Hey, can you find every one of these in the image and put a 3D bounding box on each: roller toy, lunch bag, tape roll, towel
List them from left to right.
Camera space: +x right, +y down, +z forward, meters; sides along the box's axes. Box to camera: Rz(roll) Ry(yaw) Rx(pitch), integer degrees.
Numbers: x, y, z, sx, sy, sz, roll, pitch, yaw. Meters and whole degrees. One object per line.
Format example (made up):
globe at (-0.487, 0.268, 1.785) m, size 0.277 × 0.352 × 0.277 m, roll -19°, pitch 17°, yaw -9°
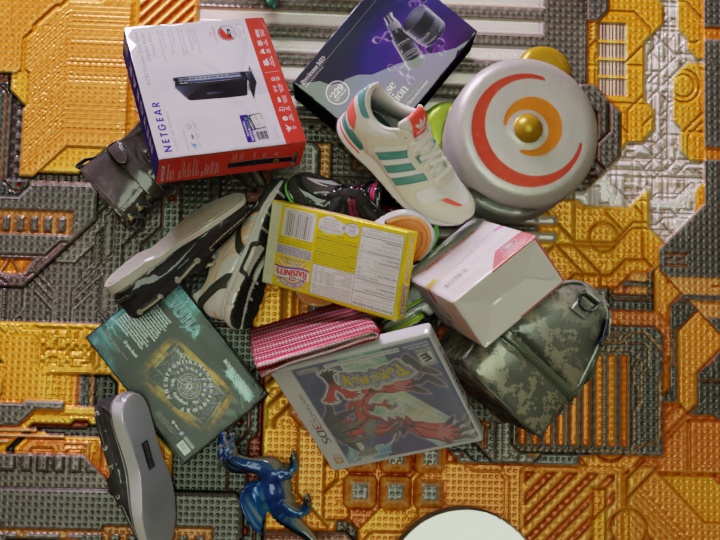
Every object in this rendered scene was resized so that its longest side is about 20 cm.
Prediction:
towel at (-0.058, 0.076, 1.206) m, size 0.144 × 0.200 × 0.023 m, roll -17°, pitch 100°, yaw -5°
tape roll at (0.126, 0.393, 1.263) m, size 0.201 × 0.037 × 0.205 m, roll 0°, pitch 85°, yaw -2°
roller toy at (0.192, -0.158, 1.259) m, size 0.199 × 0.140 × 0.183 m, roll -28°, pitch 85°, yaw -9°
lunch bag at (0.195, 0.085, 1.211) m, size 0.139 × 0.200 × 0.168 m, roll 40°, pitch 85°, yaw -6°

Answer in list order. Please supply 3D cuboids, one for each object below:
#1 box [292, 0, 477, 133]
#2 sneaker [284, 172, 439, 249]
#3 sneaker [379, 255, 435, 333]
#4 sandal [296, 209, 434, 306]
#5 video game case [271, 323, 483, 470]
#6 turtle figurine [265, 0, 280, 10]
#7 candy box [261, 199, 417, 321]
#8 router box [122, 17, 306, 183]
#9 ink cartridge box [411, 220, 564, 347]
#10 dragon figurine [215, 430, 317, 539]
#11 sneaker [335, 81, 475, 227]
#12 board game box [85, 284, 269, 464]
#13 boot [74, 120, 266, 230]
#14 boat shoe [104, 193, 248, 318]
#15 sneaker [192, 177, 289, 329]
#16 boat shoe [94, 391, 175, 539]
box at (0.030, -0.259, 1.301) m, size 0.141 × 0.079 × 0.200 m, roll 38°, pitch 85°, yaw 4°
sneaker at (0.005, -0.086, 1.261) m, size 0.199 × 0.084 × 0.077 m, roll 18°, pitch 46°, yaw 3°
sneaker at (0.098, 0.004, 1.282) m, size 0.199 × 0.074 × 0.081 m, roll -33°, pitch 83°, yaw -7°
sandal at (0.005, 0.005, 1.237) m, size 0.206 × 0.059 × 0.079 m, roll -33°, pitch 122°, yaw 29°
video game case at (0.021, 0.153, 1.201) m, size 0.199 × 0.023 × 0.183 m, roll -15°, pitch 126°, yaw 19°
turtle figurine at (-0.065, -0.431, 1.302) m, size 0.200 × 0.101 × 0.150 m, roll -39°, pitch 72°, yaw 10°
candy box at (-0.028, -0.015, 1.198) m, size 0.199 × 0.026 × 0.103 m, roll 15°, pitch 104°, yaw 33°
router box at (-0.179, -0.209, 1.243) m, size 0.178 × 0.049 × 0.201 m, roll -10°, pitch 63°, yaw -21°
ink cartridge box at (0.134, 0.008, 1.176) m, size 0.116 × 0.200 × 0.068 m, roll -38°, pitch 106°, yaw -5°
dragon figurine at (-0.112, 0.281, 1.252) m, size 0.099 × 0.059 × 0.201 m, roll -20°, pitch 89°, yaw -3°
sneaker at (0.062, -0.136, 1.197) m, size 0.200 × 0.093 × 0.070 m, roll 43°, pitch 54°, yaw 5°
board game box at (-0.226, 0.119, 1.278) m, size 0.135 × 0.028 × 0.200 m, roll -38°, pitch 87°, yaw -5°
boot at (-0.235, -0.119, 1.288) m, size 0.200 × 0.069 × 0.174 m, roll 41°, pitch 88°, yaw 9°
boat shoe at (-0.211, -0.018, 1.244) m, size 0.200 × 0.074 × 0.061 m, roll -37°, pitch 113°, yaw -7°
sneaker at (-0.143, -0.030, 1.275) m, size 0.080 × 0.074 × 0.201 m, roll 15°, pitch 70°, yaw 30°
boat shoe at (-0.280, 0.247, 1.248) m, size 0.066 × 0.070 × 0.202 m, roll -9°, pitch 100°, yaw 28°
